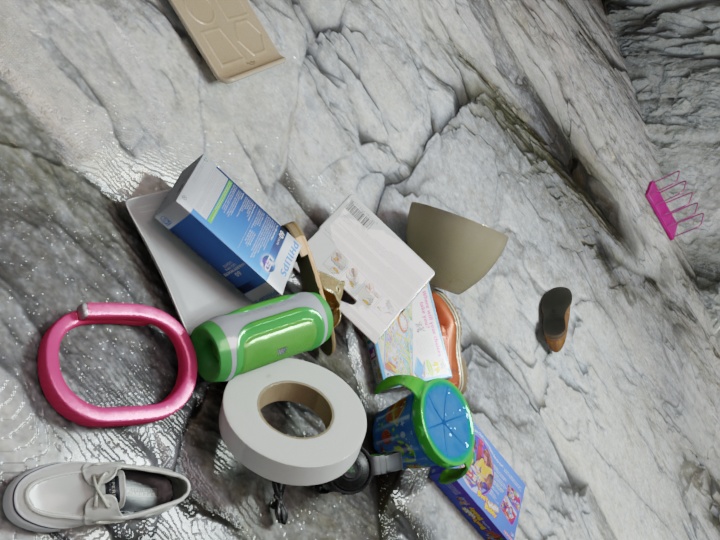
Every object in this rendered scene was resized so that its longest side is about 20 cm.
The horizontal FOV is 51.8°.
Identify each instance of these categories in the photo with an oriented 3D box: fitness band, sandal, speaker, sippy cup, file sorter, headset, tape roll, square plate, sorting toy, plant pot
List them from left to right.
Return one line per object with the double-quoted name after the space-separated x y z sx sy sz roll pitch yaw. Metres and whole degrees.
-0.286 0.113 0.893 0.198 0.037 0.146 6 65 -47 "fitness band"
-0.221 -0.026 1.056 0.197 0.028 0.203 -26 90 -52 "square plate"
-0.236 -0.416 1.264 0.201 0.036 0.185 55 38 -5 "sorting toy"
-0.131 0.088 1.016 0.198 0.088 0.090 -16 81 -44 "speaker"
-0.090 0.195 0.987 0.199 0.038 0.204 13 31 -8 "tape roll"
-0.056 0.019 1.157 0.069 0.077 0.215 -23 95 -28 "sandal"
-0.031 0.292 1.034 0.197 0.123 0.096 1 75 -30 "headset"
0.092 0.255 1.182 0.138 0.129 0.181 3 66 -48 "sippy cup"
0.168 -0.033 1.416 0.198 0.199 0.137 19 92 -42 "plant pot"
1.170 -0.247 2.753 0.202 0.124 0.139 57 38 -9 "file sorter"

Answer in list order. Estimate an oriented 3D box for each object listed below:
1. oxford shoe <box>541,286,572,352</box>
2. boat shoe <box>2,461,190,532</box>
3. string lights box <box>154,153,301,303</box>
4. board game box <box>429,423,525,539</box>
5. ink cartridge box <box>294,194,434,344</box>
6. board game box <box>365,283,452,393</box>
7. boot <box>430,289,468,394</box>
0.469 0.115 1.779 0.201 0.070 0.072 -62 145 -47 "oxford shoe"
-0.277 0.242 0.804 0.198 0.065 0.073 20 55 -43 "boat shoe"
-0.181 -0.054 1.048 0.200 0.058 0.104 44 42 -25 "string lights box"
0.213 0.375 1.325 0.201 0.044 0.135 51 39 -17 "board game box"
0.000 0.000 1.247 0.200 0.045 0.176 43 65 1 "ink cartridge box"
0.072 0.100 1.282 0.132 0.034 0.204 -5 72 -24 "board game box"
0.132 0.129 1.353 0.106 0.075 0.204 7 66 -42 "boot"
